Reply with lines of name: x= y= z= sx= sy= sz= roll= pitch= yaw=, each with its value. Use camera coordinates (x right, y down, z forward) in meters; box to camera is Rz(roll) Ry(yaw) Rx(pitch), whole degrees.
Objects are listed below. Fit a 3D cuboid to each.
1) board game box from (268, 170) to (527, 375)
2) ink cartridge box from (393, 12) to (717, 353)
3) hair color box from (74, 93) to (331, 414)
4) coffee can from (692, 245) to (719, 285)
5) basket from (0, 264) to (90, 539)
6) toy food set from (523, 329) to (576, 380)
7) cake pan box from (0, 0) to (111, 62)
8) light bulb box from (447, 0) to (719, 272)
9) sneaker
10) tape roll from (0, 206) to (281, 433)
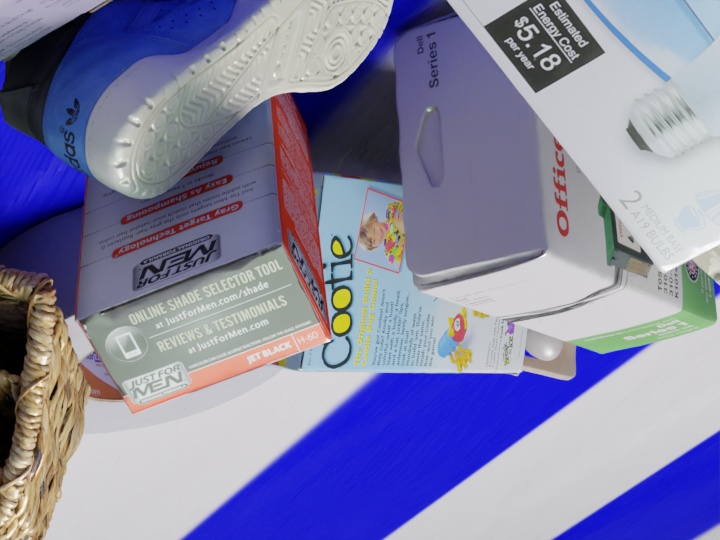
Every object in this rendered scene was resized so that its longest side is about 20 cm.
board game box: x=0.000 y=0.000 z=1.059 sx=0.103 sy=0.106 sz=0.199 roll=9 pitch=-178 yaw=39
ink cartridge box: x=0.109 y=-0.047 z=1.031 sx=0.084 sy=0.147 sz=0.200 roll=-14 pitch=161 yaw=32
hair color box: x=-0.076 y=-0.028 z=0.901 sx=0.101 sy=0.200 sz=0.061 roll=-20 pitch=122 yaw=9
coffee can: x=0.260 y=-0.080 z=0.974 sx=0.200 sy=0.146 sz=0.146 roll=-46 pitch=157 yaw=-8
basket: x=-0.257 y=0.071 z=0.984 sx=0.199 sy=0.144 sz=0.149 roll=14 pitch=156 yaw=6
toy food set: x=0.188 y=0.018 z=1.340 sx=0.199 sy=0.061 sz=0.143 roll=-31 pitch=152 yaw=30
cake pan box: x=-0.165 y=-0.143 z=0.720 sx=0.183 sy=0.053 sz=0.199 roll=4 pitch=164 yaw=-41
light bulb box: x=0.161 y=-0.141 z=0.799 sx=0.199 sy=0.125 sz=0.198 roll=-30 pitch=115 yaw=28
sneaker: x=-0.080 y=-0.113 z=0.885 sx=0.200 sy=0.111 sz=0.077 roll=-41 pitch=141 yaw=-32
tape roll: x=-0.133 y=0.028 z=1.146 sx=0.199 sy=0.067 sz=0.201 roll=-14 pitch=155 yaw=-7
